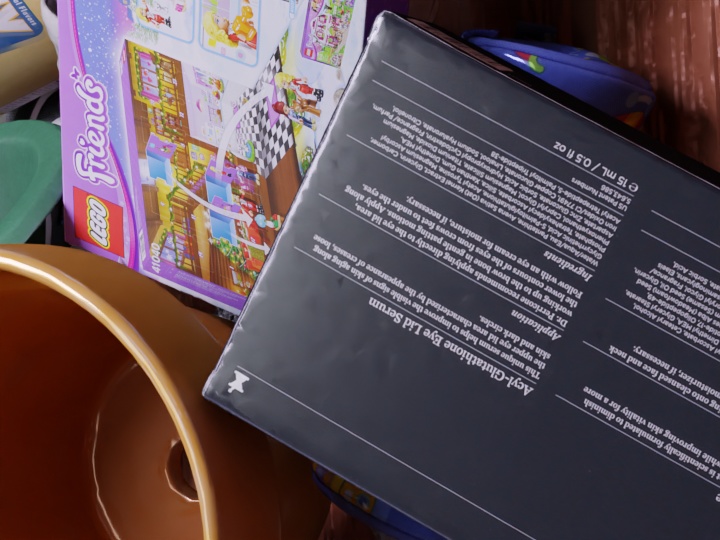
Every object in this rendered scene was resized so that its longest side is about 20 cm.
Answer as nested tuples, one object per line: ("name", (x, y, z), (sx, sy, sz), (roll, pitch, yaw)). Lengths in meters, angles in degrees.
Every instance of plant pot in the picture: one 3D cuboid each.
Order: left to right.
("plant pot", (-0.101, 0.087, 0.657), (0.198, 0.183, 0.203), (2, 94, 23))

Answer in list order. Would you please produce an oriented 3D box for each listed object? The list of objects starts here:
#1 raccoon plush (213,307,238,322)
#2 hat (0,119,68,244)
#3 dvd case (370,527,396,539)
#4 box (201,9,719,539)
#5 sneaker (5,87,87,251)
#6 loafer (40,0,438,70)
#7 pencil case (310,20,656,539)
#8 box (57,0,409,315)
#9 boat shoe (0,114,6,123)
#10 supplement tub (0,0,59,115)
("raccoon plush", (0.000, 0.000, 0.738), (0.133, 0.097, 0.202), (8, 123, 37))
("hat", (-0.175, 0.053, 0.778), (0.198, 0.177, 0.166), (-17, 32, 22))
("dvd case", (0.069, 0.103, 0.674), (0.147, 0.022, 0.201), (-57, 48, 31))
("box", (0.070, 0.024, 0.547), (0.199, 0.079, 0.142), (29, 101, 10))
("sneaker", (-0.170, -0.024, 0.933), (0.112, 0.072, 0.201), (-113, 36, -49))
("loafer", (-0.058, -0.102, 0.691), (0.198, 0.070, 0.070), (-5, 46, 38))
("pencil case", (0.042, 0.003, 0.634), (0.086, 0.078, 0.202), (21, 98, 15))
("box", (-0.051, -0.077, 0.636), (0.136, 0.039, 0.202), (22, 129, 20))
("boat shoe", (-0.223, -0.002, 0.986), (0.060, 0.071, 0.204), (-6, 77, 53))
("supplement tub", (-0.160, -0.165, 0.813), (0.198, 0.144, 0.146), (-23, 69, 18))
